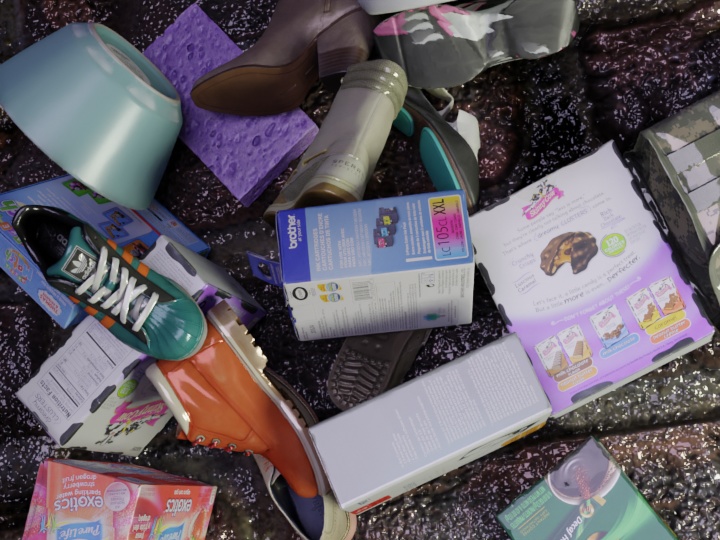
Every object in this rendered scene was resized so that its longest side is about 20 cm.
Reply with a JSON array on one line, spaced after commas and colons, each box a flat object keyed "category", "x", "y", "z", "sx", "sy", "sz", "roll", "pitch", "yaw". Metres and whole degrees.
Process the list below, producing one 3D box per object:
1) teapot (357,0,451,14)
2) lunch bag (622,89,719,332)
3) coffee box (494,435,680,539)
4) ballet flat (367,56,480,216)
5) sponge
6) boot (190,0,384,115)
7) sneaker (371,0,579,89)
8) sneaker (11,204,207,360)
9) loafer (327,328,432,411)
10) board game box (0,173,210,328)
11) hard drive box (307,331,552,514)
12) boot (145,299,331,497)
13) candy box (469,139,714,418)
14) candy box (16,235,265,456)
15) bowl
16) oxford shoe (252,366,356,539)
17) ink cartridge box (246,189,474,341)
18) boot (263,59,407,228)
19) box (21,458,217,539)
[{"category": "teapot", "x": 0.074, "y": -0.329, "z": 1.174, "sx": 0.195, "sy": 0.200, "sz": 0.148, "roll": -14, "pitch": 102, "yaw": -12}, {"category": "lunch bag", "x": 0.354, "y": -0.062, "z": 1.119, "sx": 0.162, "sy": 0.118, "sz": 0.202, "roll": -26, "pitch": 82, "yaw": -2}, {"category": "coffee box", "x": 0.230, "y": 0.264, "z": 1.132, "sx": 0.123, "sy": 0.044, "sz": 0.201, "roll": -39, "pitch": 74, "yaw": 4}, {"category": "ballet flat", "x": 0.074, "y": -0.142, "z": 1.225, "sx": 0.068, "sy": 0.068, "sz": 0.201, "roll": -30, "pitch": 69, "yaw": -15}, {"category": "sponge", "x": -0.146, "y": -0.174, "z": 1.305, "sx": 0.112, "sy": 0.030, "sz": 0.200, "roll": -45, "pitch": 73, "yaw": 2}, {"category": "boot", "x": -0.071, "y": -0.239, "z": 1.269, "sx": 0.197, "sy": 0.071, "sz": 0.148, "roll": -5, "pitch": 58, "yaw": 10}, {"category": "sneaker", "x": 0.111, "y": -0.227, "z": 1.225, "sx": 0.197, "sy": 0.086, "sz": 0.082, "roll": -5, "pitch": 105, "yaw": 3}, {"category": "sneaker", "x": -0.222, "y": 0.010, "z": 1.074, "sx": 0.199, "sy": 0.080, "sz": 0.072, "roll": 33, "pitch": 89, "yaw": 18}, {"category": "loafer", "x": 0.030, "y": 0.053, "z": 1.207, "sx": 0.075, "sy": 0.068, "sz": 0.201, "roll": 27, "pitch": 72, "yaw": 14}, {"category": "board game box", "x": -0.264, "y": -0.031, "z": 1.228, "sx": 0.151, "sy": 0.199, "sz": 0.037, "roll": 41, "pitch": 122, "yaw": 16}, {"category": "hard drive box", "x": 0.064, "y": 0.140, "z": 1.123, "sx": 0.198, "sy": 0.156, "sz": 0.078, "roll": -25, "pitch": 77, "yaw": 0}, {"category": "boot", "x": -0.107, "y": 0.138, "z": 1.127, "sx": 0.107, "sy": 0.075, "sz": 0.201, "roll": -36, "pitch": 100, "yaw": -9}, {"category": "candy box", "x": 0.208, "y": 0.010, "z": 1.167, "sx": 0.166, "sy": 0.072, "sz": 0.202, "roll": -27, "pitch": 76, "yaw": 8}, {"category": "candy box", "x": -0.203, "y": 0.078, "z": 1.196, "sx": 0.072, "sy": 0.168, "sz": 0.200, "roll": 43, "pitch": 93, "yaw": 18}, {"category": "bowl", "x": -0.252, "y": -0.166, "z": 1.234, "sx": 0.105, "sy": 0.200, "sz": 0.201, "roll": -45, "pitch": 74, "yaw": 10}, {"category": "oxford shoe", "x": -0.070, "y": 0.174, "z": 1.204, "sx": 0.070, "sy": 0.074, "sz": 0.201, "roll": -36, "pitch": 74, "yaw": 8}, {"category": "ink cartridge box", "x": 0.000, "y": 0.000, "z": 1.119, "sx": 0.197, "sy": 0.137, "sz": 0.077, "roll": -8, "pitch": 65, "yaw": 0}, {"category": "boot", "x": -0.023, "y": -0.110, "z": 1.201, "sx": 0.071, "sy": 0.200, "sz": 0.156, "roll": 26, "pitch": 73, "yaw": -13}, {"category": "box", "x": -0.220, "y": 0.233, "z": 1.164, "sx": 0.101, "sy": 0.200, "sz": 0.096, "roll": 12, "pitch": 83, "yaw": 14}]
